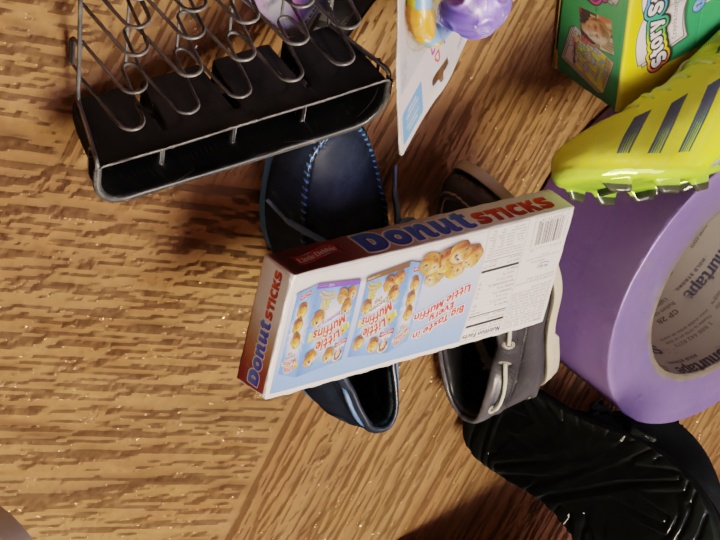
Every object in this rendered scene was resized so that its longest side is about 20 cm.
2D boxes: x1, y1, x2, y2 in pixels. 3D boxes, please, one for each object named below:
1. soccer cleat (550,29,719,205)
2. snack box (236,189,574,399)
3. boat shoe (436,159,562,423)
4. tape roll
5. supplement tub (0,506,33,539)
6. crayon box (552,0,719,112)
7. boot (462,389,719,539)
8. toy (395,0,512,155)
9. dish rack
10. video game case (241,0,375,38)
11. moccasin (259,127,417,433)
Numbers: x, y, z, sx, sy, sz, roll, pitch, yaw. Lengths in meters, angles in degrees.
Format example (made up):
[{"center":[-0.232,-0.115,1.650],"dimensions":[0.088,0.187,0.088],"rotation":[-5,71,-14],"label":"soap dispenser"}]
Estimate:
[{"center":[0.183,-0.086,1.416],"dimensions":[0.200,0.065,0.084],"rotation":[-14,92,-25],"label":"soccer cleat"},{"center":[0.026,0.010,1.322],"dimensions":[0.200,0.024,0.072],"rotation":[-14,129,-42],"label":"snack box"},{"center":[0.067,0.018,1.454],"dimensions":[0.063,0.073,0.200],"rotation":[-41,149,-18],"label":"boat shoe"},{"center":[0.190,-0.015,1.549],"dimensions":[0.200,0.085,0.200],"rotation":[-28,139,-28],"label":"tape roll"},{"center":[-0.243,0.192,1.203],"dimensions":[0.200,0.144,0.145],"rotation":[-20,135,-37],"label":"supplement tub"},{"center":[0.190,-0.204,1.397],"dimensions":[0.172,0.058,0.200],"rotation":[-27,140,-28],"label":"crayon box"},{"center":[0.176,0.133,1.571],"dimensions":[0.168,0.200,0.077],"rotation":[15,104,-50],"label":"boot"},{"center":[0.051,-0.162,1.221],"dimensions":[0.115,0.047,0.200],"rotation":[-60,154,-44],"label":"toy"},{"center":[-0.056,-0.131,1.161],"dimensions":[0.153,0.055,0.200],"rotation":[-20,144,-23],"label":"dish rack"},{"center":[-0.026,-0.192,1.205],"dimensions":[0.143,0.019,0.200],"rotation":[-53,146,3],"label":"video game case"},{"center":[0.000,0.000,1.362],"dimensions":[0.080,0.068,0.200],"rotation":[-33,139,-21],"label":"moccasin"}]
